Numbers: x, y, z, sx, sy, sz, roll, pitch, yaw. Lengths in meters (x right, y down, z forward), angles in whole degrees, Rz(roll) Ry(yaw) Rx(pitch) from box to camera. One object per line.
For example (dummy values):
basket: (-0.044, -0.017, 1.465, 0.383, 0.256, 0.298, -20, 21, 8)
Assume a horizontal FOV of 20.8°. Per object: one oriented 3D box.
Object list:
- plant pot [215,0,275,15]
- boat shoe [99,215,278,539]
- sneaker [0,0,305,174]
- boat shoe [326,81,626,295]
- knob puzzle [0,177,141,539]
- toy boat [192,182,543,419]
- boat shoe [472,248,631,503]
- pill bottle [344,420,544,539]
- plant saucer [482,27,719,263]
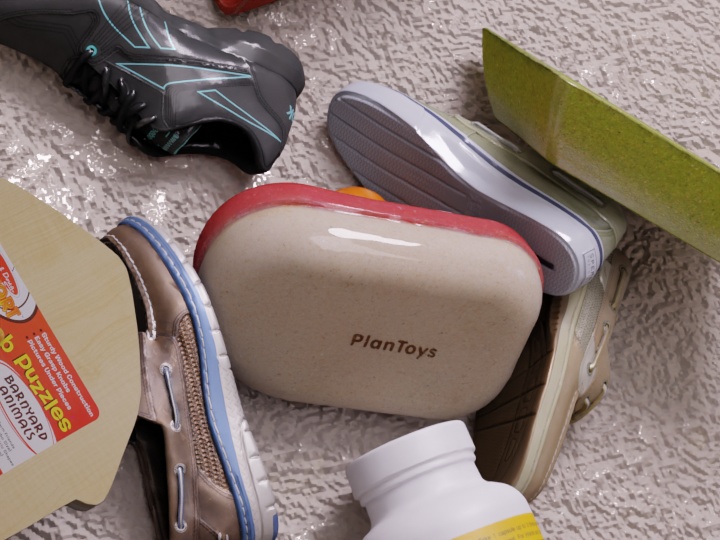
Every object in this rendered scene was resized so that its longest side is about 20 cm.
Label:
plant pot: (-0.008, -0.299, 1.221, 0.176, 0.200, 0.200, -14, 74, -40)
boat shoe: (-0.111, 0.066, 1.080, 0.072, 0.072, 0.200, -17, 76, -26)
sneaker: (-0.128, -0.116, 1.150, 0.200, 0.075, 0.079, 16, 66, -15)
boat shoe: (0.068, -0.054, 1.189, 0.200, 0.072, 0.062, 36, 45, 20)
knob puzzle: (-0.187, 0.034, 0.967, 0.220, 0.030, 0.220, 27, 48, -34)
toy boat: (0.000, 0.000, 1.143, 0.200, 0.131, 0.131, 10, 35, -19)
boat shoe: (0.122, 0.059, 1.182, 0.065, 0.072, 0.200, 32, 54, -21)
pill bottle: (0.062, 0.188, 1.081, 0.104, 0.104, 0.200, -16, 76, -27)
plant saucer: (0.166, -0.067, 1.202, 0.200, 0.200, 0.048, 29, 98, -16)
